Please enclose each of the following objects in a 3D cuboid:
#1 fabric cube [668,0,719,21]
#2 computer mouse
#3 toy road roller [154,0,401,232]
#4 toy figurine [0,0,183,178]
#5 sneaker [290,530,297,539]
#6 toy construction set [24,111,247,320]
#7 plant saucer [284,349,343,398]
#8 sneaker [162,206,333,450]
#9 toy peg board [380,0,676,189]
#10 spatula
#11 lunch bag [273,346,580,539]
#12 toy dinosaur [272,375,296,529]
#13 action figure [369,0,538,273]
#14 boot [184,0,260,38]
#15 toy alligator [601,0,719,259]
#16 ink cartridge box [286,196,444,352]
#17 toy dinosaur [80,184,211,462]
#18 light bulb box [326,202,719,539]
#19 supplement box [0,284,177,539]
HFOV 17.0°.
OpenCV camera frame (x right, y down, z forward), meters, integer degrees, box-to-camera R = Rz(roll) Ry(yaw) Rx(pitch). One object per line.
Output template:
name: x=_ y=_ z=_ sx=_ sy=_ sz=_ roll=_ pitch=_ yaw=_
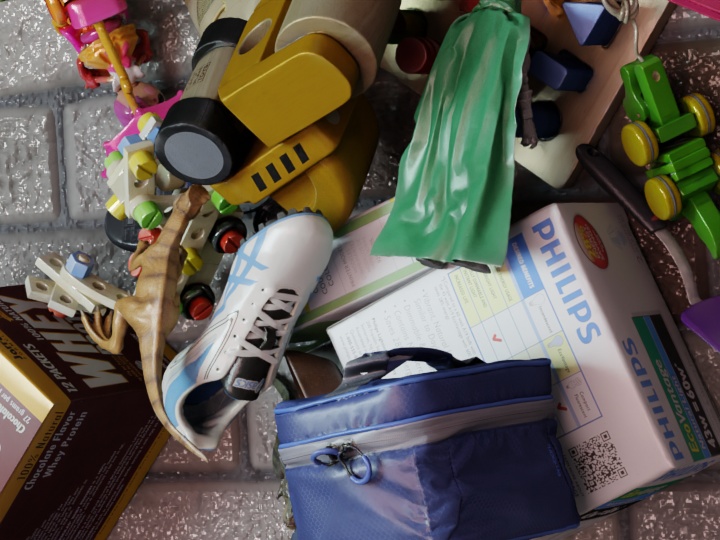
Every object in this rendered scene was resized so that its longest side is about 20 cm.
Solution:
fabric cube: x=0.313 y=-0.237 z=1.486 sx=0.195 sy=0.200 sz=0.201 roll=25 pitch=106 yaw=25
computer mouse: x=-0.105 y=-0.043 z=1.833 sx=0.199 sy=0.034 sz=0.059 roll=-2 pitch=75 yaw=24
toy road roller: x=-0.030 y=-0.114 z=1.642 sx=0.146 sy=0.123 sz=0.200 roll=41 pitch=133 yaw=-22
toy figurine: x=-0.184 y=-0.152 z=1.816 sx=0.149 sy=0.200 sz=0.185 roll=-24 pitch=102 yaw=-8
sneaker: x=-0.041 y=0.283 z=1.778 sx=0.075 sy=0.084 sz=0.202 roll=3 pitch=94 yaw=32
toy construction set: x=-0.158 y=-0.022 z=1.757 sx=0.200 sy=0.130 sz=0.093 roll=-50 pitch=52 yaw=37
plant saucer: x=-0.002 y=0.144 z=1.707 sx=0.034 sy=0.200 sz=0.201 roll=-22 pitch=81 yaw=-4
sneaker: x=-0.072 y=0.042 z=1.666 sx=0.201 sy=0.072 sz=0.073 roll=-57 pitch=42 yaw=28
toy peg board: x=0.097 y=-0.191 z=1.667 sx=0.199 sy=0.098 sz=0.201 roll=37 pitch=110 yaw=23
spatula: x=0.211 y=-0.012 z=1.638 sx=0.200 sy=0.056 sz=0.021 roll=54 pitch=136 yaw=17
lunch bag: x=0.036 y=0.115 z=1.518 sx=0.135 sy=0.199 sz=0.133 roll=-15 pitch=83 yaw=34
toy dinosaur: x=-0.046 y=0.142 z=1.770 sx=0.047 sy=0.200 sz=0.089 roll=-18 pitch=121 yaw=-3
action figure: x=0.077 y=-0.100 z=1.604 sx=0.118 sy=0.055 sz=0.202 roll=7 pitch=81 yaw=40
boot: x=-0.048 y=-0.173 z=1.743 sx=0.199 sy=0.072 sz=0.157 roll=-24 pitch=78 yaw=46
toy alligator: x=0.201 y=-0.101 z=1.632 sx=0.201 sy=0.059 sz=0.054 roll=67 pitch=162 yaw=-3
ink cartridge box: x=0.000 y=0.000 z=1.729 sx=0.199 sy=0.104 sz=0.060 roll=-26 pitch=80 yaw=28
toy dinosaur: x=-0.145 y=0.036 z=1.655 sx=0.106 sy=0.060 sz=0.202 roll=-20 pitch=62 yaw=56
light bulb box: x=0.117 y=0.083 z=1.656 sx=0.199 sy=0.125 sz=0.199 roll=-29 pitch=78 yaw=26
supplement box: x=-0.262 y=0.126 z=1.829 sx=0.133 sy=0.200 sz=0.198 roll=40 pitch=111 yaw=21
